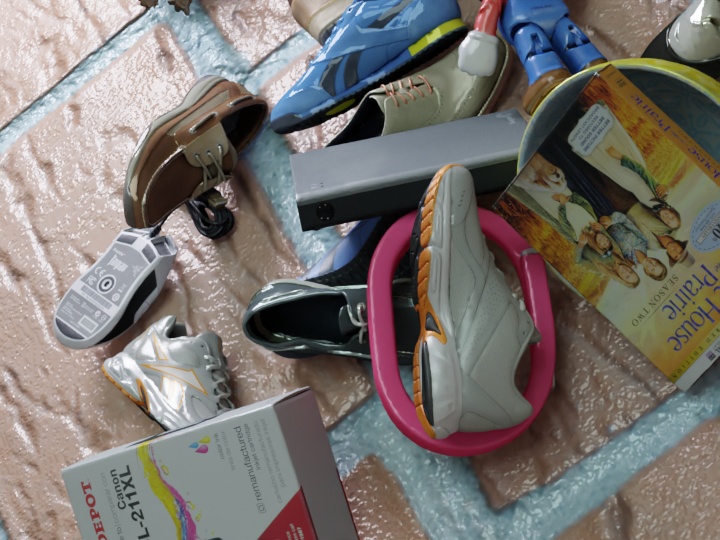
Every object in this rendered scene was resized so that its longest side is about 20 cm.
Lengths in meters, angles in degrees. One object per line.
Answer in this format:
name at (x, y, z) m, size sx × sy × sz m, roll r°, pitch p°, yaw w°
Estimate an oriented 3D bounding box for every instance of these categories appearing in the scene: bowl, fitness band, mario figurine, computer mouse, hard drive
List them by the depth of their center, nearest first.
bowl at (0.229, -0.072, 1.331) m, size 0.198 × 0.202 × 0.107 m, roll 2°, pitch 20°, yaw 33°
fitness band at (0.077, 0.043, 1.365) m, size 0.142 × 0.037 × 0.202 m, roll -4°, pitch 71°, yaw -2°
hard drive at (0.044, -0.083, 1.432) m, size 0.198 × 0.033 × 0.140 m, roll -12°, pitch 18°, yaw -1°
mario figurine at (0.140, -0.216, 1.503) m, size 0.106 × 0.123 × 0.201 m, roll -39°, pitch 59°, yaw 30°
computer mouse at (-0.203, -0.004, 1.623) m, size 0.109 × 0.044 × 0.200 m, roll 32°, pitch 77°, yaw 36°

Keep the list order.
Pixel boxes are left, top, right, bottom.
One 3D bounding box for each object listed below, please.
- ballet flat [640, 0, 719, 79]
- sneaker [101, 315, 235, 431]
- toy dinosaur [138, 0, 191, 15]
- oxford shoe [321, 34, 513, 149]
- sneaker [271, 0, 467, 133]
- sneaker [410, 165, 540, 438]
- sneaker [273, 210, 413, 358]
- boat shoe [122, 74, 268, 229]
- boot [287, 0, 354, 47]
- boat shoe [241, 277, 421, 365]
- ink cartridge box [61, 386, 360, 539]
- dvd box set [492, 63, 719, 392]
ballet flat at (0.305, -0.198, 1.398) m, size 0.198 × 0.068 × 0.069 m, roll -13°, pitch 57°, yaw 26°
sneaker at (-0.137, 0.100, 1.499) m, size 0.092 × 0.076 × 0.200 m, roll -48°, pitch 50°, yaw -8°
toy dinosaur at (-0.188, -0.340, 1.791) m, size 0.198 × 0.086 × 0.136 m, roll 10°, pitch 61°, yaw 30°
oxford shoe at (0.048, -0.137, 1.520) m, size 0.200 × 0.074 × 0.071 m, roll -46°, pitch 46°, yaw -1°
sneaker at (-0.003, -0.195, 1.567) m, size 0.199 × 0.066 × 0.079 m, roll -32°, pitch 86°, yaw 15°
sneaker at (0.087, 0.023, 1.314) m, size 0.091 × 0.076 × 0.202 m, roll 1°, pitch 83°, yaw -9°
sneaker at (0.000, 0.000, 1.488) m, size 0.200 × 0.066 × 0.079 m, roll -41°, pitch 8°, yaw 19°
boat shoe at (-0.147, -0.108, 1.598) m, size 0.071 × 0.076 × 0.201 m, roll 15°, pitch 47°, yaw 20°
boot at (0.015, -0.302, 1.644) m, size 0.199 × 0.073 × 0.167 m, roll -29°, pitch 45°, yaw 5°
boat shoe at (-0.002, 0.045, 1.420) m, size 0.198 × 0.062 × 0.074 m, roll 5°, pitch 106°, yaw 20°
ink cartridge box at (-0.116, 0.192, 1.381) m, size 0.198 × 0.083 × 0.147 m, roll -19°, pitch 89°, yaw 22°
dvd box set at (0.207, -0.028, 1.277) m, size 0.200 × 0.029 × 0.147 m, roll 45°, pitch 127°, yaw 10°
